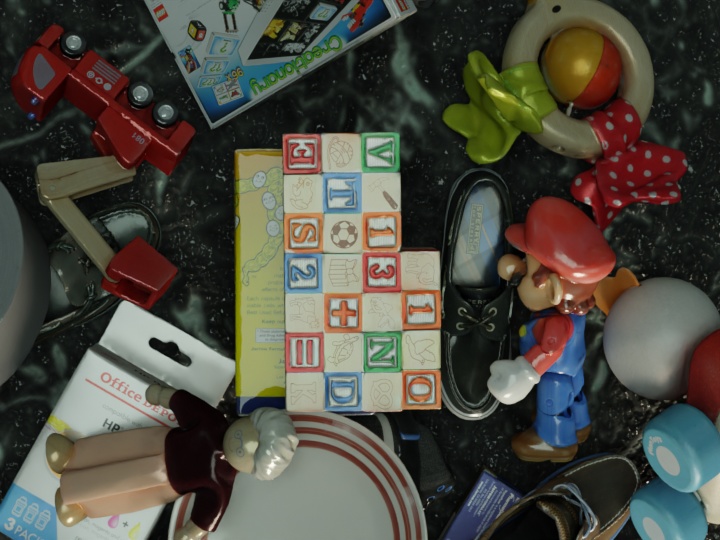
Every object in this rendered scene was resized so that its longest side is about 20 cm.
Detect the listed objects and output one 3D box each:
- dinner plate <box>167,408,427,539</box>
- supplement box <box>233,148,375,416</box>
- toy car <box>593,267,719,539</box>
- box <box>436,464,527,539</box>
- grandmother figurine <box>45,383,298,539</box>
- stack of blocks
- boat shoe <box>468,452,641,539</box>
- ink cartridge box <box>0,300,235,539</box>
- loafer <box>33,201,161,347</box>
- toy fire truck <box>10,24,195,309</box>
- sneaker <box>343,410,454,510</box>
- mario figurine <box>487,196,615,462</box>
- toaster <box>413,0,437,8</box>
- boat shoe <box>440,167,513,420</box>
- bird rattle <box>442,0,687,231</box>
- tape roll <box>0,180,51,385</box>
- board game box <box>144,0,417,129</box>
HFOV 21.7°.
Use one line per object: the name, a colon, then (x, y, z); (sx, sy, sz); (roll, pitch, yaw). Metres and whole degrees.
dinner plate: (-0.046, 0.203, 1.392); (0.198, 0.024, 0.202); (-2, 80, 14)
supplement box: (-0.043, 0.007, 1.460); (0.108, 0.109, 0.202); (0, 91, -2)
toy car: (0.252, 0.081, 1.468); (0.184, 0.178, 0.200); (-31, 56, -23)
box: (0.151, 0.262, 1.511); (0.199, 0.032, 0.122); (32, 91, -1)
grandmother figurine: (-0.134, 0.143, 1.381); (0.198, 0.060, 0.122); (-15, 91, 24)
stack of blocks: (0.000, 0.000, 1.377); (0.114, 0.059, 0.202); (-1, 92, -3)
boat shoe: (0.149, 0.201, 1.450); (0.199, 0.072, 0.072); (-34, 80, -25)
ink cartridge box: (-0.191, 0.137, 1.479); (0.114, 0.068, 0.201); (29, 91, -2)
loafer: (-0.241, 0.018, 1.477); (0.199, 0.063, 0.072); (-36, 92, 0)
toy fire truck: (-0.203, -0.081, 1.454); (0.199, 0.049, 0.141); (37, 66, -1)
sneaker: (0.026, 0.204, 1.488); (0.111, 0.073, 0.202); (-13, 113, -28)
mario figurine: (0.136, 0.040, 1.461); (0.105, 0.124, 0.202); (-4, 108, -12)
toaster: (0.052, -0.313, 1.451); (0.129, 0.114, 0.201); (35, 93, 0)
boat shoe: (0.089, 0.019, 1.490); (0.068, 0.057, 0.202); (1, 91, -2)
bird rattle: (0.174, -0.136, 1.471); (0.198, 0.113, 0.164); (20, 74, -5)
tape roll: (-0.339, 0.009, 1.433); (0.198, 0.066, 0.202); (-5, 67, 11)
board game box: (-0.066, -0.208, 1.439); (0.199, 0.035, 0.127); (-26, 93, 33)
